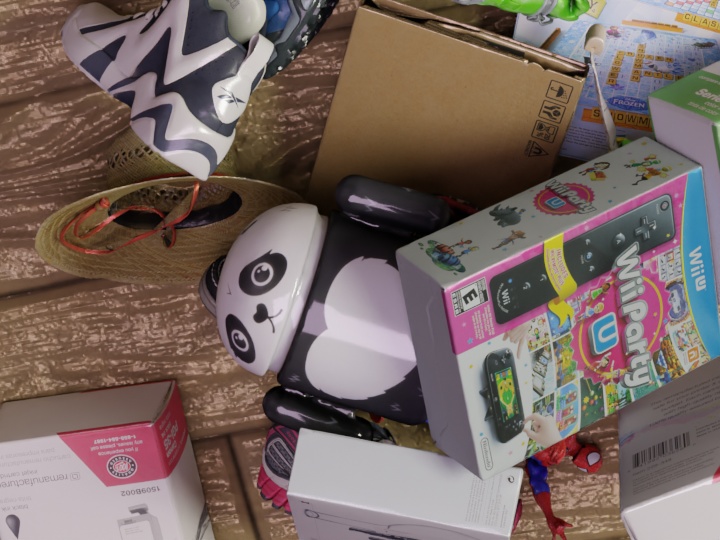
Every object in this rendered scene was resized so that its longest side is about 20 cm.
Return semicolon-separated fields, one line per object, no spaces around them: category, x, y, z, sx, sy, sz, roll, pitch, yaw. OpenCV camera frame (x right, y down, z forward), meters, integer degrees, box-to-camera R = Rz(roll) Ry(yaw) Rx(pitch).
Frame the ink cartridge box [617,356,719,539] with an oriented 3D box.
ink cartridge box;0.260;0.127;1.673;0.147;0.200;0.086;-23;108;16

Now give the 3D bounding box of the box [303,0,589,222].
box;0.054;-0.089;1.671;0.162;0.021;0.201;18;135;1

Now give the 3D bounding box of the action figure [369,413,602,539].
action figure;0.105;0.128;1.722;0.199;0.099;0.065;19;122;-34

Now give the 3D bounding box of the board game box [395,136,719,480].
board game box;0.131;0.022;1.547;0.199;0.064;0.148;-26;123;-22

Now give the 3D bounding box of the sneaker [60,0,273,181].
sneaker;-0.121;-0.162;1.633;0.079;0.199;0.130;32;101;-36

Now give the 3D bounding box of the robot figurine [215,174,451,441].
robot figurine;0.002;0.031;1.603;0.199;0.151;0.125;18;155;-5

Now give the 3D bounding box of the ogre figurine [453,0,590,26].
ogre figurine;0.067;-0.249;1.564;0.098;0.120;0.202;-5;101;40

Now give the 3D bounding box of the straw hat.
straw hat;-0.134;-0.064;1.706;0.199;0.201;0.086;-13;67;12

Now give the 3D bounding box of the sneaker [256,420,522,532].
sneaker;0.023;0.156;1.782;0.198;0.081;0.075;14;111;2

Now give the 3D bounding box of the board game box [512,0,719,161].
board game box;0.205;-0.166;1.647;0.198;0.041;0.201;13;114;2

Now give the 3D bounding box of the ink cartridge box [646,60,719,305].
ink cartridge box;0.302;-0.080;1.590;0.199;0.084;0.146;-25;117;-21

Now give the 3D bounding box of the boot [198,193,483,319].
boot;0.001;-0.001;1.704;0.202;0.074;0.154;21;131;-10

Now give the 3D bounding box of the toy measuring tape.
toy measuring tape;0.201;-0.077;1.621;0.073;0.074;0.201;-9;120;11

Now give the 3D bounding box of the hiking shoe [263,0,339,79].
hiking shoe;-0.044;-0.231;1.645;0.086;0.074;0.201;27;104;5

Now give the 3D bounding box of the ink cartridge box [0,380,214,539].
ink cartridge box;-0.192;0.196;1.824;0.145;0.083;0.201;-8;110;11

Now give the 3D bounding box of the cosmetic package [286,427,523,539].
cosmetic package;0.031;0.164;1.647;0.150;0.200;0.052;12;74;5
